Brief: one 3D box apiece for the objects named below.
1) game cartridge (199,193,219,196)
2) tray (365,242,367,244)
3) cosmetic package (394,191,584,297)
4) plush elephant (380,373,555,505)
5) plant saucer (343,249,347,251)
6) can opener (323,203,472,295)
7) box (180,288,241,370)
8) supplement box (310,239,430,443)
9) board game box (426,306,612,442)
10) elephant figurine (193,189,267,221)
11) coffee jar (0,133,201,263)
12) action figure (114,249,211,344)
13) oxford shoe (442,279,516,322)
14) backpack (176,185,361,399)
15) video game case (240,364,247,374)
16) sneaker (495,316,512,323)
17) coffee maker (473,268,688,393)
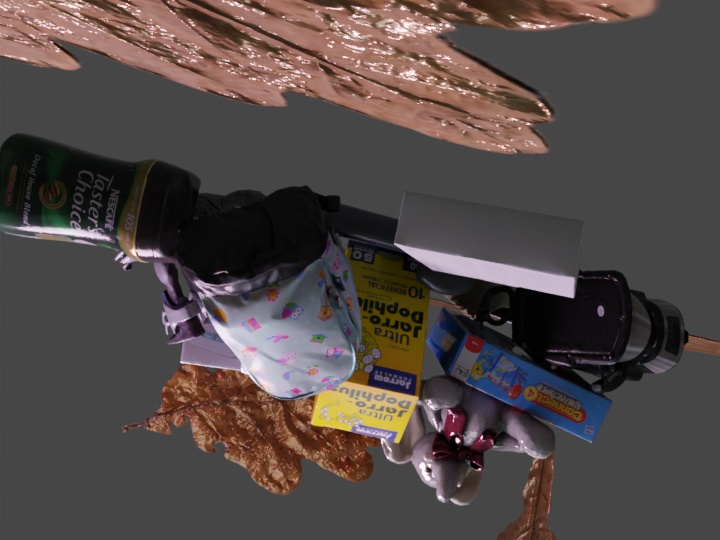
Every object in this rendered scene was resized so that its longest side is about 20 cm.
[{"bbox_3d":[-0.189,-0.073,1.144,0.133,0.041,0.199,19,173,-37],"label":"game cartridge"},{"bbox_3d":[0.115,-0.020,1.044,0.198,0.022,0.107,14,177,-26],"label":"tray"},{"bbox_3d":[0.125,-0.019,0.768,0.149,0.052,0.200,9,176,14],"label":"cosmetic package"},{"bbox_3d":[0.116,0.211,1.036,0.163,0.156,0.200,25,-176,-6],"label":"plush elephant"},{"bbox_3d":[0.000,0.000,1.163,0.198,0.036,0.200,-14,167,-3],"label":"plant saucer"},{"bbox_3d":[0.045,-0.025,0.909,0.198,0.067,0.053,18,176,-20],"label":"can opener"},{"bbox_3d":[-0.179,0.041,1.188,0.096,0.179,0.200,7,179,-2],"label":"box"},{"bbox_3d":[0.015,0.081,0.993,0.108,0.201,0.110,12,140,-3],"label":"supplement box"},{"bbox_3d":[0.192,0.125,1.070,0.194,0.056,0.200,26,-175,-4],"label":"board game box"},{"bbox_3d":[-0.149,-0.036,0.955,0.154,0.143,0.200,-21,145,23],"label":"elephant figurine"},{"bbox_3d":[-0.265,-0.071,0.855,0.198,0.106,0.085,11,179,7],"label":"coffee jar"},{"bbox_3d":[-0.231,-0.018,1.017,0.069,0.202,0.130,-12,-165,42],"label":"action figure"},{"bbox_3d":[0.152,0.028,1.158,0.198,0.075,0.071,10,163,-32],"label":"oxford shoe"},{"bbox_3d":[-0.077,0.030,0.836,0.165,0.127,0.201,-13,135,14],"label":"backpack"},{"bbox_3d":[-0.040,0.105,1.095,0.198,0.023,0.183,15,-155,0],"label":"video game case"},{"bbox_3d":[0.215,0.046,1.351,0.089,0.071,0.200,7,177,25],"label":"sneaker"},{"bbox_3d":[0.283,0.062,1.051,0.191,0.136,0.199,29,-173,39],"label":"coffee maker"}]
